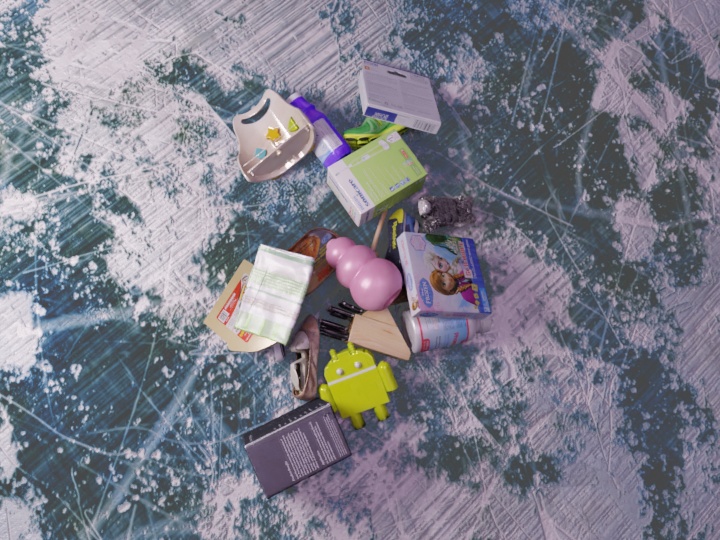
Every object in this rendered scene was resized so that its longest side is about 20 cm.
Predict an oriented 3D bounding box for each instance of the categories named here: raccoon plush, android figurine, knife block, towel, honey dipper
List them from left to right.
[{"bbox_3d":[-0.192,0.050,1.435,0.149,0.031,0.201,15,83,25],"label":"towel"},{"bbox_3d":[-0.009,0.265,1.513,0.181,0.041,0.201,-20,96,6],"label":"android figurine"},{"bbox_3d":[0.000,0.158,1.544,0.175,0.064,0.201,-28,88,-13],"label":"knife block"},{"bbox_3d":[0.043,-0.094,1.605,0.038,0.038,0.201,19,75,-8],"label":"honey dipper"},{"bbox_3d":[0.213,-0.137,1.566,0.133,0.200,0.097,-5,100,9],"label":"raccoon plush"}]

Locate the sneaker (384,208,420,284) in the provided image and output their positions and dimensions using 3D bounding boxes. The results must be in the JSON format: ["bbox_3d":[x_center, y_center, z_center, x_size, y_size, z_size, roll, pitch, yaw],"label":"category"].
[{"bbox_3d":[0.110,-0.050,1.574,0.082,0.074,0.201,23,63,-34],"label":"sneaker"}]

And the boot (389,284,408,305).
[{"bbox_3d":[0.110,0.047,1.574,0.199,0.075,0.074,5,79,-9],"label":"boot"}]

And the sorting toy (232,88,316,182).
[{"bbox_3d":[-0.217,-0.332,1.551,0.200,0.107,0.180,-36,76,11],"label":"sorting toy"}]

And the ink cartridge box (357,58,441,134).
[{"bbox_3d":[0.093,-0.434,1.620,0.199,0.041,0.201,11,47,-17],"label":"ink cartridge box"}]

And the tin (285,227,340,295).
[{"bbox_3d":[-0.119,-0.018,1.534,0.112,0.042,0.200,45,59,2],"label":"tin"}]

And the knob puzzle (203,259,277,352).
[{"bbox_3d":[-0.236,0.098,1.473,0.219,0.030,0.221,-6,74,21],"label":"knob puzzle"}]

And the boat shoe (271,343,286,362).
[{"bbox_3d":[-0.182,0.110,1.516,0.067,0.072,0.201,-6,76,-10],"label":"boat shoe"}]

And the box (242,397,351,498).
[{"bbox_3d":[-0.143,0.378,1.414,0.196,0.200,0.124,-23,87,-13],"label":"box"}]

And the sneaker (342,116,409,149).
[{"bbox_3d":[0.036,-0.360,1.624,0.199,0.074,0.084,-23,79,-24],"label":"sneaker"}]

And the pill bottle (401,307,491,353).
[{"bbox_3d":[0.207,0.127,1.564,0.199,0.109,0.109,-11,84,-11],"label":"pill bottle"}]

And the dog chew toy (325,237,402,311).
[{"bbox_3d":[0.000,0.000,1.496,0.200,0.125,0.125,42,76,13],"label":"dog chew toy"}]

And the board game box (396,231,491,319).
[{"bbox_3d":[0.193,0.013,1.509,0.199,0.041,0.201,3,62,-27],"label":"board game box"}]

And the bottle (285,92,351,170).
[{"bbox_3d":[-0.107,-0.342,1.582,0.065,0.084,0.200,-35,86,-33],"label":"bottle"}]

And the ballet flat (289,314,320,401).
[{"bbox_3d":[-0.131,0.201,1.504,0.067,0.068,0.201,6,79,-41],"label":"ballet flat"}]

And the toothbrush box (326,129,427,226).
[{"bbox_3d":[0.039,-0.226,1.582,0.200,0.086,0.146,-32,77,-15],"label":"toothbrush box"}]
